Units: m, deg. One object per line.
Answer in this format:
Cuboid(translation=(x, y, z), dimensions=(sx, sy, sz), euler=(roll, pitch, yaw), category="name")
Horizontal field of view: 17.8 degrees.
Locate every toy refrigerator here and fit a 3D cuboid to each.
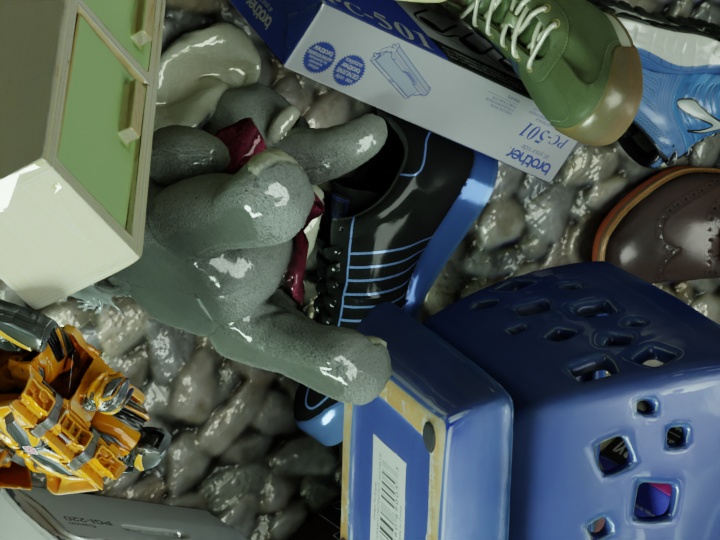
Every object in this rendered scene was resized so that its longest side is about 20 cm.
Cuboid(translation=(-0.143, -0.085, 1.103), dimensions=(0.070, 0.200, 0.076), euler=(-25, 128, 21), category="toy refrigerator")

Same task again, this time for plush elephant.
Cuboid(translation=(-0.056, -0.039, 1.217), dimensions=(0.155, 0.200, 0.165), euler=(-57, 133, -33), category="plush elephant")

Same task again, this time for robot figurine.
Cuboid(translation=(-0.187, 0.065, 1.129), dimensions=(0.145, 0.200, 0.058), euler=(48, 57, -36), category="robot figurine")

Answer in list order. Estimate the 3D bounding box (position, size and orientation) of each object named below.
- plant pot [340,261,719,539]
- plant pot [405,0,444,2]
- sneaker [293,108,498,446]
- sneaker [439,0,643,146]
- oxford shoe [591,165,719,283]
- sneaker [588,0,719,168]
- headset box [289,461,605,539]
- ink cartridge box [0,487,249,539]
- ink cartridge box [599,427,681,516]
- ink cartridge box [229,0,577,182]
Cuboid(translation=(0.094, 0.117, 1.257), dimensions=(0.180, 0.200, 0.200), euler=(-5, 108, -22), category="plant pot")
Cuboid(translation=(0.013, -0.259, 1.152), dimensions=(0.200, 0.195, 0.194), euler=(-29, 123, -50), category="plant pot")
Cuboid(translation=(0.000, 0.000, 1.320), dimensions=(0.078, 0.070, 0.200), euler=(27, 92, -24), category="sneaker")
Cuboid(translation=(0.079, -0.143, 1.243), dimensions=(0.090, 0.200, 0.067), euler=(19, 120, -29), category="sneaker")
Cuboid(translation=(0.238, -0.028, 1.459), dimensions=(0.200, 0.073, 0.071), euler=(-17, 117, -28), category="oxford shoe")
Cuboid(translation=(0.197, -0.107, 1.410), dimensions=(0.200, 0.079, 0.089), euler=(11, 108, -28), category="sneaker")
Cuboid(translation=(0.068, 0.170, 1.417), dimensions=(0.200, 0.075, 0.149), euler=(-41, 124, -15), category="headset box")
Cuboid(translation=(-0.153, 0.230, 1.286), dimensions=(0.146, 0.085, 0.200), euler=(12, 102, -37), category="ink cartridge box")
Cuboid(translation=(0.227, 0.112, 1.491), dimensions=(0.200, 0.095, 0.037), euler=(-43, 125, -13), category="ink cartridge box")
Cuboid(translation=(0.026, -0.117, 1.266), dimensions=(0.200, 0.094, 0.044), euler=(20, 111, -37), category="ink cartridge box")
